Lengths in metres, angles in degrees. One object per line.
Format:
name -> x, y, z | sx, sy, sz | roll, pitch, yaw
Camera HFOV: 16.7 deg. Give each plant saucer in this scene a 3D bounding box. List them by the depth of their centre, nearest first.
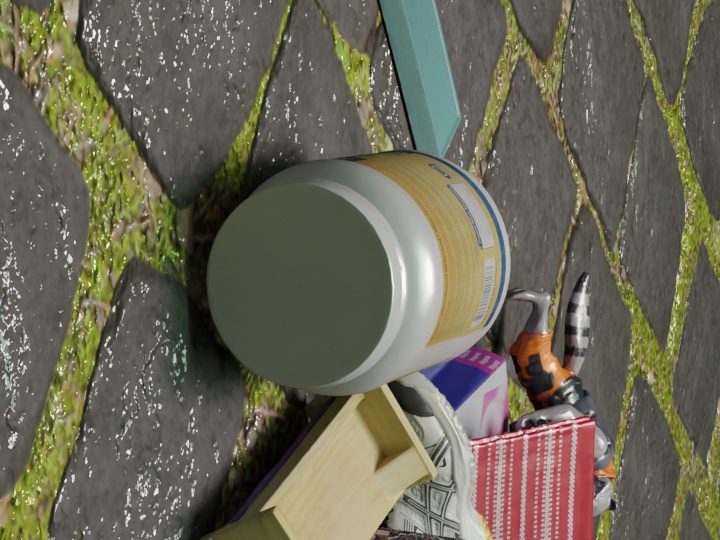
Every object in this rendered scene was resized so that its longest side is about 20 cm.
plant saucer -> 0.042, -0.173, 1.805 | 0.070, 0.019, 0.201 | -64, 147, -46

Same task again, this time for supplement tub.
supplement tub -> 0.000, 0.000, 1.536 | 0.200, 0.144, 0.146 | -13, 104, -68

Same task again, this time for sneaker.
sneaker -> 0.032, 0.156, 1.682 | 0.087, 0.076, 0.201 | -29, 116, -22

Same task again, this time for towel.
towel -> 0.089, 0.187, 1.782 | 0.199, 0.022, 0.145 | -8, 107, -29

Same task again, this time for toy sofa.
toy sofa -> -0.037, 0.155, 1.564 | 0.083, 0.097, 0.200 | 59, 31, -11

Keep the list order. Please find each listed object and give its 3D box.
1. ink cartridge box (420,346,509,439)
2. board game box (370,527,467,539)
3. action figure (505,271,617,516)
ink cartridge box -> 0.067, 0.140, 1.856 | 0.196, 0.043, 0.201 | -39, 128, -62
board game box -> 0.002, 0.291, 1.607 | 0.200, 0.096, 0.160 | -56, 147, -54
action figure -> 0.163, 0.106, 1.948 | 0.200, 0.104, 0.194 | 165, -90, -80
